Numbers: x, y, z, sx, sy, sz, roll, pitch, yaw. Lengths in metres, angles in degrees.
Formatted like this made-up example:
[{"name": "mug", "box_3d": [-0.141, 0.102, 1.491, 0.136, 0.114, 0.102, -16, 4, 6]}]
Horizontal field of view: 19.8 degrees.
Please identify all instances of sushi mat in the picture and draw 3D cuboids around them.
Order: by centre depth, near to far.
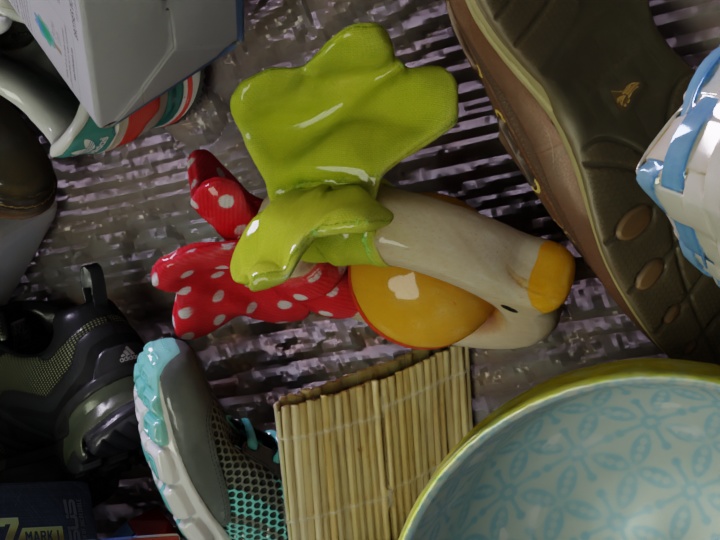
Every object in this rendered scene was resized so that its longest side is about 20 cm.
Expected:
[{"name": "sushi mat", "box_3d": [0.012, 0.132, 0.919, 0.012, 0.095, 0.201, 33, 134, 53]}]

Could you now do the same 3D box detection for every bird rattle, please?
[{"name": "bird rattle", "box_3d": [0.000, 0.000, 0.832, 0.163, 0.113, 0.200, 20, 156, -5]}]

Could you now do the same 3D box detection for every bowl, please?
[{"name": "bowl", "box_3d": [0.114, 0.117, 0.800, 0.199, 0.108, 0.201, 2, 107, 8]}]

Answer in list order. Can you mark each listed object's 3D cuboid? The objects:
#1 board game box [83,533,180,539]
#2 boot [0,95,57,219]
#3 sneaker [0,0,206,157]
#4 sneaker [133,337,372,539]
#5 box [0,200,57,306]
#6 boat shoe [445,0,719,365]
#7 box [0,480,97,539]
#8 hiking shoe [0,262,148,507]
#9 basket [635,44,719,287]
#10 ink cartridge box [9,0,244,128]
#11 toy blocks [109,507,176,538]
[{"name": "board game box", "box_3d": [-0.170, 0.160, 0.941, 0.200, 0.103, 0.020, -37, 61, 50]}, {"name": "boot", "box_3d": [-0.205, -0.116, 0.953, 0.200, 0.075, 0.097, 44, 134, 11]}, {"name": "sneaker", "box_3d": [-0.158, -0.133, 0.896, 0.200, 0.093, 0.070, 51, 132, 2]}, {"name": "sneaker", "box_3d": [-0.036, 0.105, 0.935, 0.200, 0.091, 0.078, 65, 177, -29]}, {"name": "box", "box_3d": [-0.297, -0.006, 1.013, 0.200, 0.171, 0.199, 44, 131, 10]}, {"name": "boat shoe", "box_3d": [0.092, -0.054, 0.782, 0.200, 0.072, 0.068, 59, 165, -16]}, {"name": "box", "box_3d": [-0.239, 0.153, 0.981, 0.200, 0.157, 0.051, -35, 62, 47]}, {"name": "hiking shoe", "box_3d": [-0.158, 0.068, 1.030, 0.200, 0.076, 0.101, -32, 71, 46]}, {"name": "basket", "box_3d": [0.205, -0.033, 0.632, 0.200, 0.177, 0.139, 26, 168, 45]}, {"name": "ink cartridge box", "box_3d": [-0.130, -0.176, 0.814, 0.200, 0.076, 0.137, 52, 164, 16]}, {"name": "toy blocks", "box_3d": [-0.092, 0.203, 1.038, 0.137, 0.100, 0.200, -44, 79, 30]}]
